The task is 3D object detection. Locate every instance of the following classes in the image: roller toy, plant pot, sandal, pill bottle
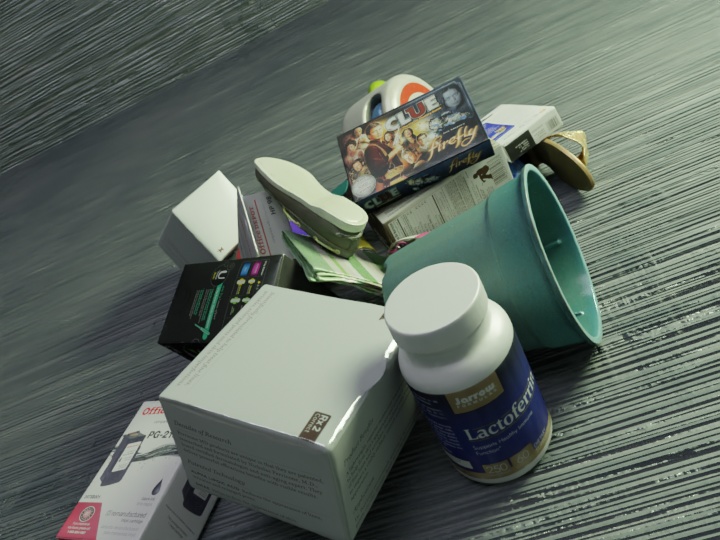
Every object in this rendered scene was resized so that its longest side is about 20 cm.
[{"bbox_3d":[0.074,-0.218,1.137,0.138,0.201,0.183,-24,20,41],"label":"roller toy"},{"bbox_3d":[0.140,0.015,0.771,0.193,0.201,0.202,-23,30,26],"label":"plant pot"},{"bbox_3d":[0.298,-0.184,1.013,0.069,0.078,0.212,-38,26,-2],"label":"sandal"},{"bbox_3d":[0.103,0.098,0.657,0.114,0.202,0.117,-21,31,14],"label":"pill bottle"}]

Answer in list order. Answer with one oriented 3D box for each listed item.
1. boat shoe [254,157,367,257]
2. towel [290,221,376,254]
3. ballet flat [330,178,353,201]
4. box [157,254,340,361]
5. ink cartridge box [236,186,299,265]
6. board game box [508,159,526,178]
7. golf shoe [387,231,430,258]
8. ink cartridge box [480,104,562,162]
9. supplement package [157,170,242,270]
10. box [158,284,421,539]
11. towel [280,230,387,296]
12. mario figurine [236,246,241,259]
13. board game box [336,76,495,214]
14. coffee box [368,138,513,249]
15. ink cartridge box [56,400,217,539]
[{"bbox_3d":[-0.077,-0.090,0.938,0.200,0.061,0.072,36,38,26],"label":"boat shoe"},{"bbox_3d":[-0.065,-0.064,1.141,0.141,0.023,0.200,-1,26,-19],"label":"towel"},{"bbox_3d":[0.005,-0.127,1.084,0.199,0.074,0.075,-32,18,53],"label":"ballet flat"},{"bbox_3d":[-0.147,0.071,0.939,0.197,0.148,0.127,-5,60,36],"label":"box"},{"bbox_3d":[-0.138,-0.036,1.017,0.065,0.201,0.118,-14,70,-15],"label":"ink cartridge box"},{"bbox_3d":[0.165,-0.101,1.041,0.197,0.045,0.153,-29,32,3],"label":"board game box"},{"bbox_3d":[0.135,-0.022,0.917,0.195,0.074,0.092,2,25,14],"label":"golf shoe"},{"bbox_3d":[0.226,-0.217,1.061,0.094,0.037,0.200,-36,20,0],"label":"ink cartridge box"},{"bbox_3d":[-0.276,-0.071,1.240,0.117,0.117,0.199,-47,8,-26],"label":"supplement package"},{"bbox_3d":[-0.059,0.134,0.706,0.196,0.133,0.199,10,36,26],"label":"box"},{"bbox_3d":[0.000,0.000,0.929,0.024,0.197,0.153,-68,28,16],"label":"towel"},{"bbox_3d":[-0.151,-0.030,1.211,0.125,0.104,0.201,-63,0,35],"label":"mario figurine"},{"bbox_3d":[0.071,-0.174,0.953,0.197,0.035,0.137,-24,52,10],"label":"board game box"},{"bbox_3d":[0.106,-0.112,0.986,0.198,0.080,0.113,-34,32,-3],"label":"coffee box"},{"bbox_3d":[-0.248,0.261,0.843,0.142,0.085,0.202,-9,37,30],"label":"ink cartridge box"}]
